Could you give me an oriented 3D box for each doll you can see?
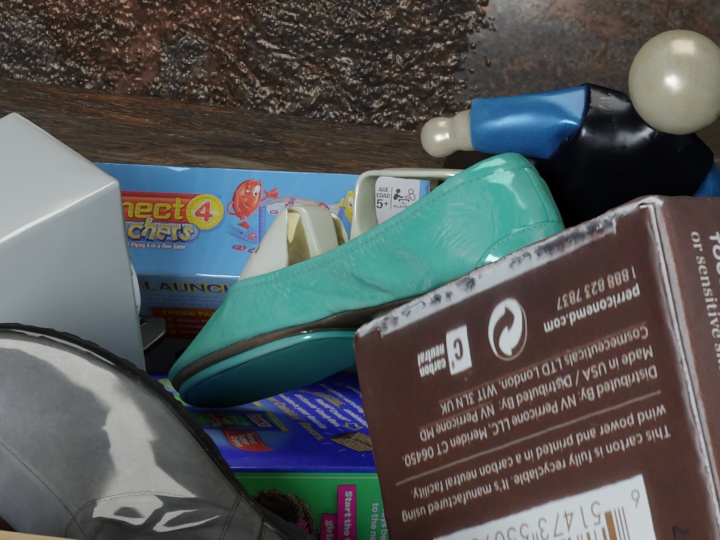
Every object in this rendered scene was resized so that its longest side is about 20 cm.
[{"bbox_3d":[0.083,-0.026,0.896,0.136,0.200,0.049,29,47,-11],"label":"doll"}]

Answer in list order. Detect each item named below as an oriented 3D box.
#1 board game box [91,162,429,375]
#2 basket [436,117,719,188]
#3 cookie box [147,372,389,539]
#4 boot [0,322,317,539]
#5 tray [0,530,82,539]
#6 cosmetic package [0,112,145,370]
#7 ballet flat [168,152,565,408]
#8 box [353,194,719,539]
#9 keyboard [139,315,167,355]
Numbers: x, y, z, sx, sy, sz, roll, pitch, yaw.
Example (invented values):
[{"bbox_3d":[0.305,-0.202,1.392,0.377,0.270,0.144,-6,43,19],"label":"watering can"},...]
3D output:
[{"bbox_3d":[-0.063,0.019,1.082,0.198,0.056,0.196,3,-25,3],"label":"board game box"},{"bbox_3d":[0.145,-0.013,1.084,0.198,0.137,0.181,0,38,-20],"label":"basket"},{"bbox_3d":[-0.019,0.098,0.965,0.198,0.076,0.171,2,10,-21],"label":"cookie box"},{"bbox_3d":[-0.078,0.090,0.715,0.199,0.070,0.132,32,13,6],"label":"boot"},{"bbox_3d":[-0.062,0.129,0.609,0.198,0.100,0.037,11,-25,-27],"label":"tray"},{"bbox_3d":[-0.185,0.035,0.865,0.199,0.114,0.081,-30,44,-34],"label":"cosmetic package"},{"bbox_3d":[0.000,0.000,0.891,0.199,0.071,0.067,-20,-20,37],"label":"ballet flat"},{"bbox_3d":[0.131,0.076,0.789,0.199,0.166,0.165,-1,-16,-39],"label":"box"},{"bbox_3d":[-0.179,0.061,0.940,0.103,0.040,0.200,-3,26,41],"label":"keyboard"}]
